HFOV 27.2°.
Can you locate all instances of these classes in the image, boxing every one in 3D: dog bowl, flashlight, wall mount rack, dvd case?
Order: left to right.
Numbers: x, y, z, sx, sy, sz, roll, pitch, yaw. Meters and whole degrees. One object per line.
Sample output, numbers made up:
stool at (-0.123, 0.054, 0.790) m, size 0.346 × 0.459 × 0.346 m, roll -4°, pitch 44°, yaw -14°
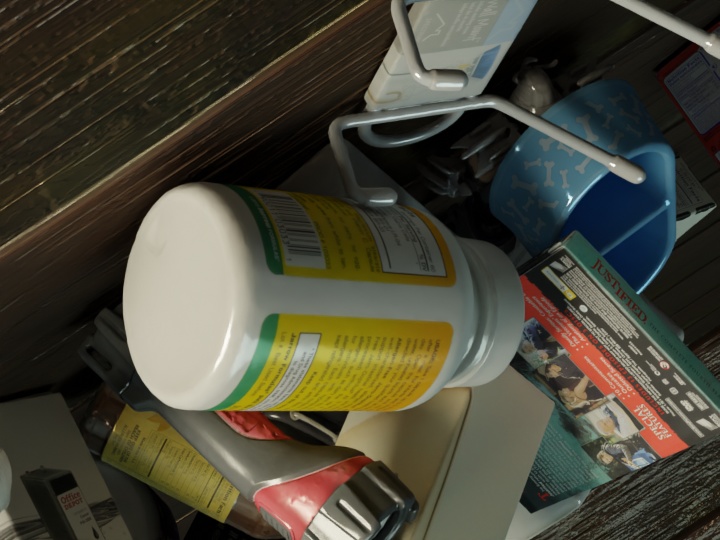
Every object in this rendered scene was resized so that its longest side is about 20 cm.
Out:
flashlight at (-0.060, 0.082, 0.812) m, size 0.068 × 0.200 × 0.068 m, roll -11°, pitch 139°, yaw -58°
wall mount rack at (0.082, -0.092, 0.745) m, size 0.173 × 0.075 × 0.200 m, roll -10°, pitch 158°, yaw -21°
dvd case at (0.117, 0.069, 0.908) m, size 0.022 × 0.146 × 0.200 m, roll -48°, pitch -174°, yaw -39°
dog bowl at (0.142, -0.032, 0.909) m, size 0.111 × 0.050 × 0.200 m, roll -36°, pitch 150°, yaw -8°

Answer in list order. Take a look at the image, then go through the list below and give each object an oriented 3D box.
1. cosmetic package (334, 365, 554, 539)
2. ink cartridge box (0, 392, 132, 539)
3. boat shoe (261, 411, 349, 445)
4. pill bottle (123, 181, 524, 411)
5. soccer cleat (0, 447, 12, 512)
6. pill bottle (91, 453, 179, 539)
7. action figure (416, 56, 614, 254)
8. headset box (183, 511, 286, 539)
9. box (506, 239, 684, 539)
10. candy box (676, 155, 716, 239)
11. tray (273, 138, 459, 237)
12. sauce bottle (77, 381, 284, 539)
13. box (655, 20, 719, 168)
cosmetic package at (0.026, 0.148, 0.870) m, size 0.103 × 0.073 × 0.200 m, roll -6°, pitch -126°, yaw 48°
ink cartridge box at (-0.205, 0.196, 0.892) m, size 0.147 × 0.200 × 0.083 m, roll -42°, pitch 159°, yaw 33°
boat shoe at (0.008, 0.130, 0.994) m, size 0.074 × 0.200 × 0.060 m, roll -9°, pitch -136°, yaw 46°
pill bottle at (-0.013, 0.018, 0.781) m, size 0.200 × 0.113 × 0.113 m, roll 4°, pitch 145°, yaw -39°
soccer cleat at (-0.252, 0.149, 0.710) m, size 0.200 × 0.070 × 0.086 m, roll -32°, pitch 167°, yaw -12°
pill bottle at (-0.195, 0.207, 1.123) m, size 0.112 × 0.112 × 0.200 m, roll -30°, pitch 166°, yaw -8°
action figure at (0.096, -0.067, 0.926) m, size 0.130 × 0.069 × 0.200 m, roll -22°, pitch 152°, yaw -13°
headset box at (-0.069, 0.246, 1.048) m, size 0.174 × 0.093 × 0.200 m, roll 10°, pitch -109°, yaw 61°
box at (0.095, 0.091, 1.119) m, size 0.199 × 0.171 × 0.200 m, roll -48°, pitch 179°, yaw -41°
candy box at (0.199, -0.024, 1.290) m, size 0.200 × 0.061 × 0.136 m, roll -16°, pitch 158°, yaw -45°
tray at (0.000, 0.000, 0.889) m, size 0.107 × 0.022 × 0.200 m, roll -41°, pitch 145°, yaw 10°
sauce bottle at (-0.079, 0.128, 0.941) m, size 0.065 × 0.200 × 0.065 m, roll -62°, pitch -178°, yaw 5°
box at (0.319, -0.156, 1.026) m, size 0.200 × 0.100 × 0.095 m, roll -40°, pitch 164°, yaw 27°
